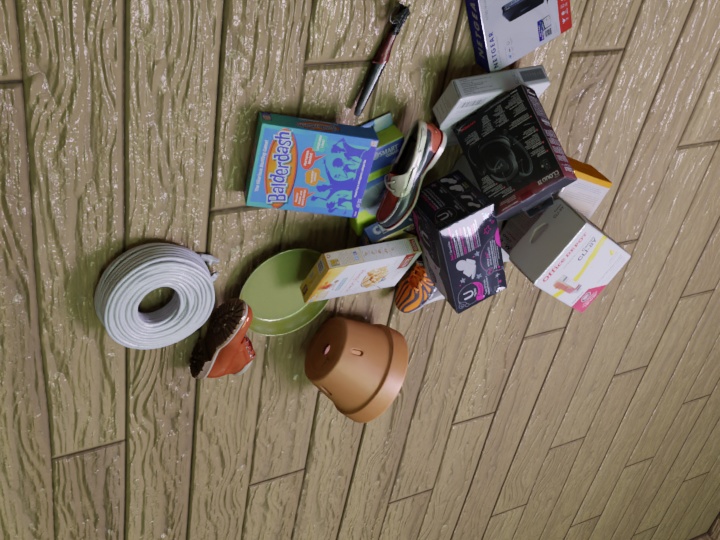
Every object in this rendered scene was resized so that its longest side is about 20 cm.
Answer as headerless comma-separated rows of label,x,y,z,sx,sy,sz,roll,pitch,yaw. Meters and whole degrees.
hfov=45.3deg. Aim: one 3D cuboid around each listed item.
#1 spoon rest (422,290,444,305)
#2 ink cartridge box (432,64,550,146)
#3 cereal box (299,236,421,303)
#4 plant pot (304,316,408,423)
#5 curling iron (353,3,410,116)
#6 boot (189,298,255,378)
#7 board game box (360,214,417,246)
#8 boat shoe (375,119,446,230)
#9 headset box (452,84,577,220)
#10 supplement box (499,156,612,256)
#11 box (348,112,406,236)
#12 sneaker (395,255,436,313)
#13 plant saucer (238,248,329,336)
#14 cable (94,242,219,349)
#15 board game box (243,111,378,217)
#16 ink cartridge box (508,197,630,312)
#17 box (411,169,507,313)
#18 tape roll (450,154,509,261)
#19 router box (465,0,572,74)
spoon rest,0.186,0.038,1.811,0.198,0.061,0.099,-31,176,-11
ink cartridge box,0.220,-0.294,1.562,0.197,0.044,0.174,-15,164,-24
cereal box,0.000,0.000,1.588,0.197,0.040,0.144,-10,157,-27
plant pot,-0.018,0.183,1.724,0.139,0.201,0.201,31,106,-29
curling iron,0.030,-0.343,1.406,0.202,0.025,0.050,-62,170,29
boot,-0.230,0.127,1.586,0.106,0.076,0.201,9,135,-33
board game box,0.093,-0.079,1.635,0.198,0.035,0.136,-26,162,-15
boat shoe,0.075,-0.165,1.492,0.062,0.071,0.202,16,111,-39
headset box,0.272,-0.194,1.502,0.148,0.203,0.077,-31,167,29
supplement box,0.357,-0.107,1.599,0.125,0.074,0.202,10,119,-40
box,0.026,-0.169,1.543,0.121,0.048,0.202,-26,137,-14
sneaker,0.117,-0.003,1.708,0.201,0.078,0.111,-54,150,16
plant saucer,-0.141,0.035,1.613,0.197,0.031,0.202,-18,134,-20
cable,-0.344,0.047,1.452,0.198,0.069,0.201,22,111,-44
board game box,-0.083,-0.172,1.427,0.196,0.045,0.154,5,125,-17
ink cartridge box,0.382,-0.024,1.571,0.199,0.084,0.146,24,110,-46
box,0.173,-0.051,1.549,0.113,0.132,0.202,-25,131,-11
tape roll,0.279,-0.138,1.678,0.200,0.140,0.205,-20,136,-20
router box,0.266,-0.461,1.456,0.178,0.049,0.201,-32,138,-8
